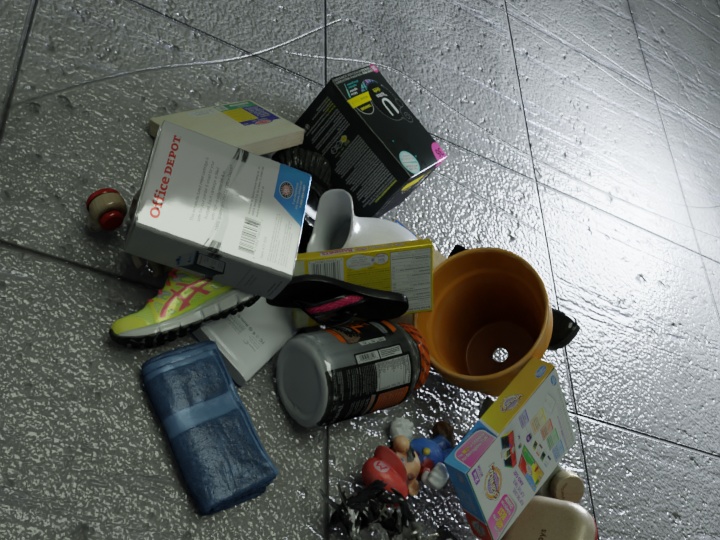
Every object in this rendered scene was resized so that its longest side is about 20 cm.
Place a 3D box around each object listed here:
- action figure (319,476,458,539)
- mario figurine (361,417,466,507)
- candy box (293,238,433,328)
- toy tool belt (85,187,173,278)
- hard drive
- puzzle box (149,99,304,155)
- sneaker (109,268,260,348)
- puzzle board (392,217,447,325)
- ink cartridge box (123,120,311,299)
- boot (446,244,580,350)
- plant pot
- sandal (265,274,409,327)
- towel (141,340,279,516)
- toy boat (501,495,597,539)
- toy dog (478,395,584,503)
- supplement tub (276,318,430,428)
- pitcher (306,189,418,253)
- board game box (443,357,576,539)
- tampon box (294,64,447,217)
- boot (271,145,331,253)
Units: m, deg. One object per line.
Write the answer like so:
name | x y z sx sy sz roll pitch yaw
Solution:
action figure | 0.036 0.334 1.117 0.198 0.119 0.103 33 28 -24
mario figurine | 0.081 0.243 1.212 0.198 0.123 0.108 -11 76 -48
candy box | 0.004 0.017 1.226 0.195 0.104 0.027 -6 27 -10
toy tool belt | -0.244 -0.050 1.164 0.197 0.125 0.124 -6 55 -39
hard drive | -0.146 0.051 1.236 0.132 0.025 0.200 47 44 -1
puzzle box | -0.195 -0.205 1.331 0.132 0.026 0.198 32 36 32
sneaker | -0.225 0.032 1.125 0.197 0.078 0.092 -23 84 -25
puzzle board | 0.081 0.024 1.439 0.150 0.017 0.202 36 44 -10
ink cartridge box | -0.172 -0.071 1.095 0.196 0.086 0.149 18 62 -17
boot | 0.240 0.039 1.444 0.200 0.164 0.066 43 76 -19
plant pot | 0.193 0.098 1.335 0.184 0.196 0.204 56 22 -57
sandal | -0.027 0.047 1.177 0.196 0.075 0.046 9 59 -18
towel | -0.186 0.188 1.095 0.110 0.048 0.203 -14 70 -42
toy boat | 0.254 0.423 1.235 0.202 0.128 0.132 -59 138 -36
toy dog | 0.231 0.286 1.321 0.199 0.132 0.097 42 86 2
supplement tub | -0.006 0.134 1.218 0.197 0.122 0.124 -8 65 -41
pitcher | 0.000 0.000 1.300 0.199 0.174 0.120 29 1 -44
board game box | 0.205 0.240 1.197 0.200 0.040 0.155 -43 129 -26
tampon box | 0.014 -0.205 1.453 0.201 0.126 0.149 50 35 3
boot | -0.109 -0.126 1.319 0.211 0.078 0.161 40 37 -52
